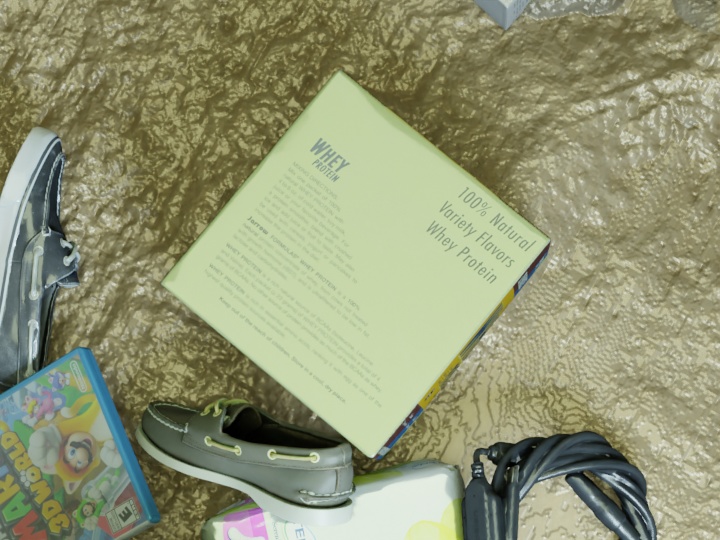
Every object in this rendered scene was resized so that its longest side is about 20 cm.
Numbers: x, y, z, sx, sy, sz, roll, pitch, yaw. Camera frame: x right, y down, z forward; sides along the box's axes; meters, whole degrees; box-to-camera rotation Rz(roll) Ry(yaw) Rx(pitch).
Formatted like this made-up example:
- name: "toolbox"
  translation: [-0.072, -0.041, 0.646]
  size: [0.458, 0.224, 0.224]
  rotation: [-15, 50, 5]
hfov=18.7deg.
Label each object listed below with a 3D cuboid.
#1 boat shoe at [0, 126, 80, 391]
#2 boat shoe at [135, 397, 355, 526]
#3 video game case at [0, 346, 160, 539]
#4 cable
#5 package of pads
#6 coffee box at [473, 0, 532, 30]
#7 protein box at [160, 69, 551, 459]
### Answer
- name: "boat shoe"
  translation: [-0.241, -0.005, 1.638]
  size: [0.068, 0.072, 0.200]
  rotation: [13, 88, 6]
- name: "boat shoe"
  translation: [-0.083, 0.126, 1.583]
  size: [0.202, 0.072, 0.060]
  rotation: [19, 108, 38]
- name: "video game case"
  translation: [-0.255, 0.165, 1.607]
  size: [0.200, 0.018, 0.143]
  rotation: [-31, 72, 18]
- name: "cable"
  translation: [0.147, 0.219, 1.585]
  size: [0.163, 0.051, 0.200]
  rotation: [1, 78, -30]
- name: "package of pads"
  translation: [-0.009, 0.229, 1.609]
  size: [0.200, 0.068, 0.155]
  rotation: [-12, 86, 1]
- name: "coffee box"
  translation: [0.138, -0.296, 1.643]
  size: [0.113, 0.080, 0.200]
  rotation: [44, 88, 6]
- name: "protein box"
  translation: [0.000, 0.000, 1.595]
  size: [0.199, 0.135, 0.200]
  rotation: [39, 88, 6]
